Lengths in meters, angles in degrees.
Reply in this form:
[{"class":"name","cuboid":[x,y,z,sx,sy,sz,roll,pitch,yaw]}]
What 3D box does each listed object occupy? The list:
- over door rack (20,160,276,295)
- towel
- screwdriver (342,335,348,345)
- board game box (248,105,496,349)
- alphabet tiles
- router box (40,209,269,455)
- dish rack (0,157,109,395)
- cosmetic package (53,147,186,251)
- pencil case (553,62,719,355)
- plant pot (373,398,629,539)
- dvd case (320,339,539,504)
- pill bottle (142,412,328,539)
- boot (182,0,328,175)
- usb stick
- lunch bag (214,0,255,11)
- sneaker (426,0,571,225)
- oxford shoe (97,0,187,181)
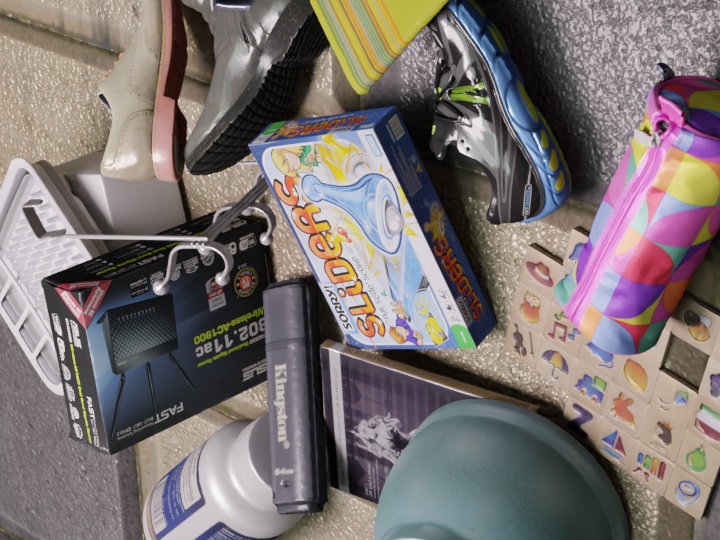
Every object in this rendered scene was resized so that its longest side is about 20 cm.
[{"class":"over door rack","cuboid":[-0.155,-0.047,1.388,0.199,0.148,0.067,12,126,26]},{"class":"towel","cuboid":[0.032,-0.208,1.152,0.200,0.018,0.086,-42,70,50]},{"class":"screwdriver","cuboid":[0.000,0.000,1.377,0.029,0.028,0.200,58,148,32]},{"class":"board game box","cuboid":[0.010,-0.028,1.295,0.135,0.034,0.201,-3,123,43]},{"class":"alphabet tiles","cuboid":[0.191,0.068,1.221,0.200,0.008,0.168,34,131,31]},{"class":"router box","cuboid":[-0.168,0.050,1.435,0.062,0.200,0.151,17,122,45]},{"class":"dish rack","cuboid":[-0.280,0.003,1.526,0.172,0.043,0.200,55,143,16]},{"class":"cosmetic package","cuboid":[-0.214,-0.008,1.546,0.107,0.085,0.201,5,113,49]},{"class":"pencil case","cuboid":[0.195,-0.037,1.100,0.088,0.088,0.201,39,132,26]},{"class":"plant pot","cuboid":[0.089,0.219,1.279,0.200,0.134,0.201,18,126,26]},{"class":"dvd case","cuboid":[0.057,0.146,1.362,0.199,0.016,0.149,16,126,29]},{"class":"pill bottle","cuboid":[-0.113,0.203,1.526,0.111,0.111,0.200,57,139,7]},{"class":"boot","cuboid":[-0.105,-0.186,1.343,0.131,0.068,0.200,48,116,22]},{"class":"usb stick","cuboid":[-0.056,0.107,1.423,0.055,0.033,0.201,-9,79,34]},{"class":"lunch bag","cuboid":[-0.081,-0.259,1.183,0.135,0.200,0.133,-1,111,2]},{"class":"sneaker","cuboid":[0.076,-0.122,1.180,0.082,0.071,0.200,-26,92,16]},{"class":"oxford shoe","cuboid":[-0.184,-0.168,1.381,0.071,0.073,0.201,76,-168,-65]}]
